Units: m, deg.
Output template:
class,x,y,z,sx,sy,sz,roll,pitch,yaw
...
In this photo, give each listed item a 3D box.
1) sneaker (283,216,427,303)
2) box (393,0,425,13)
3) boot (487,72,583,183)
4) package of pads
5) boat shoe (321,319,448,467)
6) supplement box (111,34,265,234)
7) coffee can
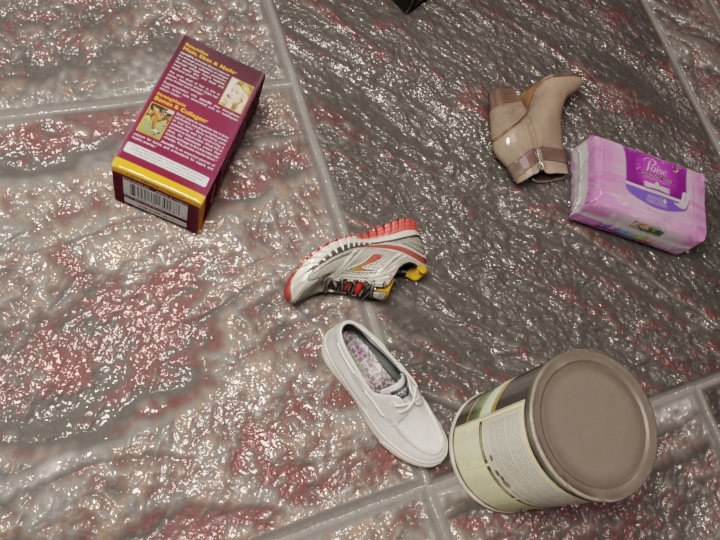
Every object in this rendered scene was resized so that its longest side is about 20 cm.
class,x,y,z,sx,sy,sz,roll,pitch,yaw
sneaker,0.000,0.000,0.845,0.198,0.078,0.083,-20,77,-24
box,0.092,-0.522,1.077,0.200,0.086,0.164,-40,85,-27
boot,0.272,-0.206,1.029,0.197,0.070,0.148,-16,81,-22
package of pads,0.403,-0.111,1.022,0.197,0.076,0.122,16,67,-12
boat shoe,0.035,0.139,0.806,0.072,0.069,0.201,-31,81,-26
supplement box,-0.203,-0.163,0.838,0.109,0.086,0.202,23,64,-8
coffee can,0.201,0.185,0.769,0.144,0.200,0.149,7,67,-16
